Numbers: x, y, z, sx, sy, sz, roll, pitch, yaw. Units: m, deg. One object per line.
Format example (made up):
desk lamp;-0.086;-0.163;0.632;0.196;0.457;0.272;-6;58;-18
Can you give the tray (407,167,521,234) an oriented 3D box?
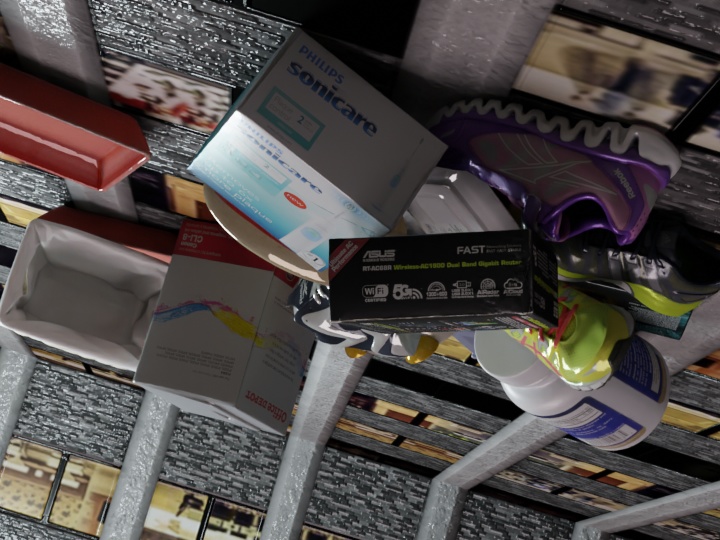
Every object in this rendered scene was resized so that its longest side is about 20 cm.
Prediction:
tray;0.087;-0.043;1.377;0.106;0.022;0.200;7;154;36

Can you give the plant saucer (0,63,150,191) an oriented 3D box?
plant saucer;-0.308;-0.141;1.463;0.198;0.037;0.200;21;167;-19

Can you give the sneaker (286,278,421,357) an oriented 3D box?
sneaker;-0.029;0.006;1.514;0.128;0.080;0.200;-5;137;27

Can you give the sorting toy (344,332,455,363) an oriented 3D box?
sorting toy;0.000;0.000;1.617;0.199;0.107;0.180;0;140;49

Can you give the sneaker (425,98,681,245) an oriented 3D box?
sneaker;0.133;-0.068;1.147;0.198;0.090;0.080;12;167;24

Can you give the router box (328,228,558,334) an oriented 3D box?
router box;0.069;0.012;1.174;0.148;0.063;0.200;-2;175;12

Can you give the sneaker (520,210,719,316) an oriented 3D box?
sneaker;0.224;-0.023;1.286;0.198;0.075;0.081;16;158;-22

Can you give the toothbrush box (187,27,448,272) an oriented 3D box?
toothbrush box;-0.039;-0.088;1.207;0.146;0.086;0.200;38;162;-9

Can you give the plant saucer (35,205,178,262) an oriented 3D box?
plant saucer;-0.286;-0.024;1.936;0.197;0.037;0.200;13;166;13

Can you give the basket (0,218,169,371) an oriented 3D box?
basket;-0.326;0.037;1.865;0.198;0.137;0.123;19;168;-10

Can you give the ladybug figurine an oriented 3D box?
ladybug figurine;-0.044;-0.057;1.359;0.198;0.137;0.072;22;128;-8

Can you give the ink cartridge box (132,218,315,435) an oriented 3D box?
ink cartridge box;-0.145;0.068;1.775;0.143;0.202;0.145;10;165;25

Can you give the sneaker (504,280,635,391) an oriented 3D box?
sneaker;0.154;0.039;1.312;0.090;0.079;0.200;31;179;-29

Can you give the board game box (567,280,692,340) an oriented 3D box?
board game box;0.223;0.017;1.502;0.197;0.029;0.135;14;166;9

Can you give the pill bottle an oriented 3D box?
pill bottle;0.203;0.091;1.500;0.119;0.121;0.199;3;161;43

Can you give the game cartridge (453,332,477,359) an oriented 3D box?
game cartridge;0.169;0.081;1.817;0.128;0.039;0.200;14;167;29
